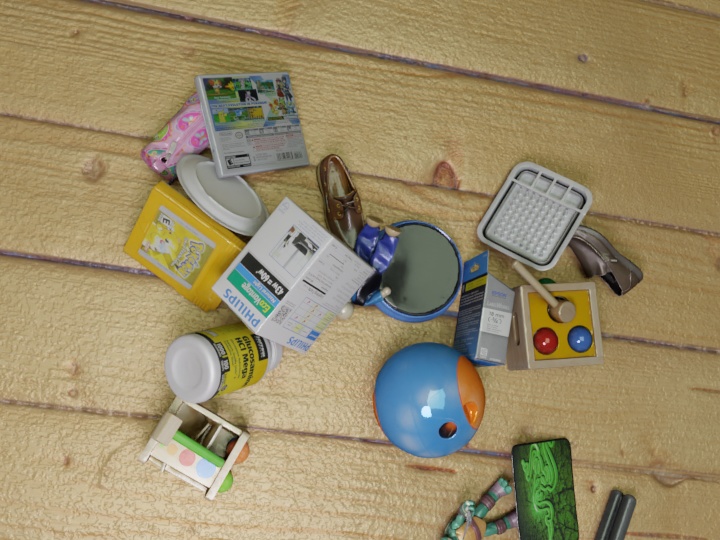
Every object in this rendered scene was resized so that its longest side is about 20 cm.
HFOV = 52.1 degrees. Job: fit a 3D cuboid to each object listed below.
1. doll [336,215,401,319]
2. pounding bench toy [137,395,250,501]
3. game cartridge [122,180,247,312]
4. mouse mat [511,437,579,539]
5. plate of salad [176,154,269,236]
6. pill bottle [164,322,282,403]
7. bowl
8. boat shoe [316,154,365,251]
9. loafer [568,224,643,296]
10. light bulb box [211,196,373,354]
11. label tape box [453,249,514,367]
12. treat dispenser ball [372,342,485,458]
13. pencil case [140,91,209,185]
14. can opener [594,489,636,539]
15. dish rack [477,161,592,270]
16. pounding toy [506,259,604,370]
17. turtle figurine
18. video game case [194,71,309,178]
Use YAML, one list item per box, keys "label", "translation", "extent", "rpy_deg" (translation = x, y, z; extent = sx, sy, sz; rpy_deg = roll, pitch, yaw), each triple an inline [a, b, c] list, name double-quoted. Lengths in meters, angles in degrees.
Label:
- label: "doll"
  translation: [0.000, 0.000, 1.367]
  extent: [0.136, 0.048, 0.201]
  rpy_deg: [27, 105, 12]
- label: "pounding bench toy"
  translation: [-0.266, 0.295, 1.221]
  extent: [0.155, 0.200, 0.125]
  rpy_deg: [32, 77, -4]
- label: "game cartridge"
  translation: [-0.304, -0.034, 1.289]
  extent: [0.200, 0.176, 0.032]
  rpy_deg: [37, 37, -2]
- label: "mouse mat"
  translation: [0.350, 0.424, 1.391]
  extent: [0.160, 0.008, 0.201]
  rpy_deg: [1, 79, -33]
- label: "plate of salad"
  translation: [-0.247, -0.129, 1.316]
  extent: [0.200, 0.200, 0.048]
  rpy_deg: [44, 115, -2]
- label: "pill bottle"
  translation: [-0.224, 0.149, 1.251]
  extent: [0.112, 0.200, 0.113]
  rpy_deg: [4, 97, 30]
- label: "bowl"
  translation: [0.105, -0.001, 1.422]
  extent: [0.199, 0.039, 0.202]
  rpy_deg: [2, 81, -11]
- label: "boat shoe"
  translation: [-0.034, -0.125, 1.399]
  extent: [0.072, 0.068, 0.201]
  rpy_deg: [-16, 85, -13]
- label: "loafer"
  translation: [0.477, -0.019, 1.479]
  extent: [0.200, 0.073, 0.071]
  rpy_deg: [36, 77, -3]
- label: "light bulb box"
  translation: [-0.110, 0.015, 1.261]
  extent: [0.125, 0.198, 0.200]
  rpy_deg: [41, 91, 26]
- label: "label tape box"
  translation: [0.231, 0.076, 1.380]
  extent: [0.063, 0.144, 0.201]
  rpy_deg: [11, 79, -9]
- label: "treat dispenser ball"
  translation: [0.120, 0.229, 1.306]
  extent: [0.199, 0.201, 0.202]
  rpy_deg: [2, 81, -11]
- label: "pencil case"
  translation: [-0.314, -0.255, 1.355]
  extent: [0.087, 0.087, 0.200]
  rpy_deg: [40, 75, -3]
- label: "can opener"
  translation: [0.483, 0.528, 1.417]
  extent: [0.067, 0.053, 0.201]
  rpy_deg: [35, 74, -37]
- label: "dish rack"
  translation: [0.343, -0.103, 1.460]
  extent: [0.171, 0.044, 0.201]
  rpy_deg: [29, 76, 19]
- label: "pounding toy"
  translation: [0.357, 0.085, 1.404]
  extent: [0.183, 0.142, 0.201]
  rpy_deg: [-2, 82, -12]
- label: "turtle figurine"
  translation: [0.207, 0.473, 1.338]
  extent: [0.199, 0.100, 0.151]
  rpy_deg: [-27, 105, -30]
- label: "video game case"
  translation: [-0.196, -0.272, 1.359]
  extent: [0.199, 0.022, 0.184]
  rpy_deg: [-15, 93, -40]
